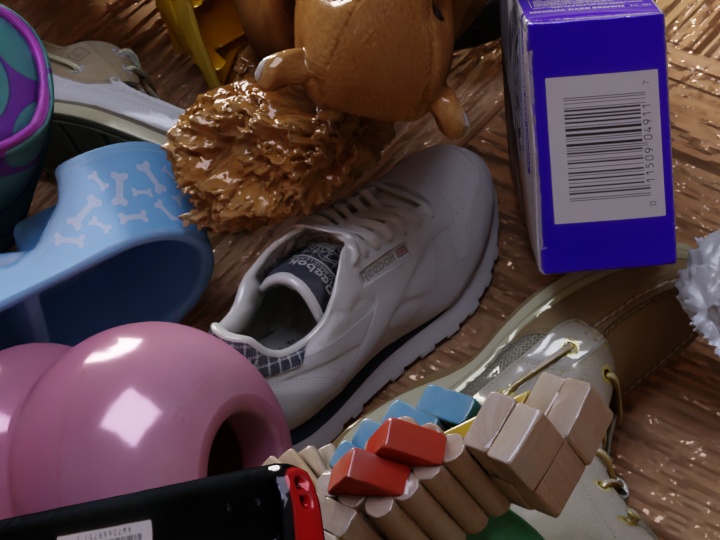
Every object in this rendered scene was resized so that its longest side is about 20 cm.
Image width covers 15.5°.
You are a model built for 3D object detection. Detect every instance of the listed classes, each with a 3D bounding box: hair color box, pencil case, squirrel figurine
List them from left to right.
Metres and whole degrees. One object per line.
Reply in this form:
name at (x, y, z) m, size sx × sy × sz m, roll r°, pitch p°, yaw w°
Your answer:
pencil case at (-0.193, -0.060, 1.240) m, size 0.092 × 0.200 × 0.085 m, roll 21°, pitch 70°, yaw -4°
squirrel figurine at (-0.005, -0.098, 1.186) m, size 0.141 × 0.201 × 0.187 m, roll 16°, pitch 25°, yaw -16°
hair color box at (0.098, -0.075, 1.185) m, size 0.064 × 0.110 × 0.200 m, roll -4°, pitch 13°, yaw 2°

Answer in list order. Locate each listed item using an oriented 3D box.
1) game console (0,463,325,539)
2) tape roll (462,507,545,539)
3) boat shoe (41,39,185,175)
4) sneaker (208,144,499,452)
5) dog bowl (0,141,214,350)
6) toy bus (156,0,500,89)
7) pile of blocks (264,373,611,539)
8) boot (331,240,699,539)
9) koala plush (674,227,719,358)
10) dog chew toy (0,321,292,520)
game console at (-0.081, 0.172, 0.985) m, size 0.199 × 0.031 × 0.178 m, roll -15°, pitch 75°, yaw 40°
tape roll at (0.005, 0.179, 1.018) m, size 0.199 × 0.048 × 0.201 m, roll -15°, pitch 52°, yaw 20°
boat shoe at (-0.135, -0.082, 1.334) m, size 0.199 × 0.075 × 0.069 m, roll 17°, pitch 57°, yaw 28°
sneaker at (0.000, 0.000, 1.218) m, size 0.076 × 0.081 × 0.200 m, roll 17°, pitch 50°, yaw 30°
dog bowl at (-0.156, 0.016, 1.222) m, size 0.199 × 0.112 × 0.050 m, roll -26°, pitch 61°, yaw -14°
toy bus at (-0.024, -0.182, 1.374) m, size 0.199 × 0.136 × 0.192 m, roll -27°, pitch 29°, yaw -14°
pile of blocks at (-0.005, 0.082, 1.006) m, size 0.199 × 0.062 × 0.082 m, roll -31°, pitch 50°, yaw 8°
boot at (0.100, 0.084, 1.117) m, size 0.199 × 0.072 × 0.155 m, roll -33°, pitch 47°, yaw -12°
koala plush at (0.246, 0.001, 1.115) m, size 0.199 × 0.185 × 0.177 m, roll 6°, pitch 19°, yaw 37°
dog chew toy at (-0.127, 0.085, 1.139) m, size 0.199 × 0.125 × 0.125 m, roll -1°, pitch 43°, yaw 35°
